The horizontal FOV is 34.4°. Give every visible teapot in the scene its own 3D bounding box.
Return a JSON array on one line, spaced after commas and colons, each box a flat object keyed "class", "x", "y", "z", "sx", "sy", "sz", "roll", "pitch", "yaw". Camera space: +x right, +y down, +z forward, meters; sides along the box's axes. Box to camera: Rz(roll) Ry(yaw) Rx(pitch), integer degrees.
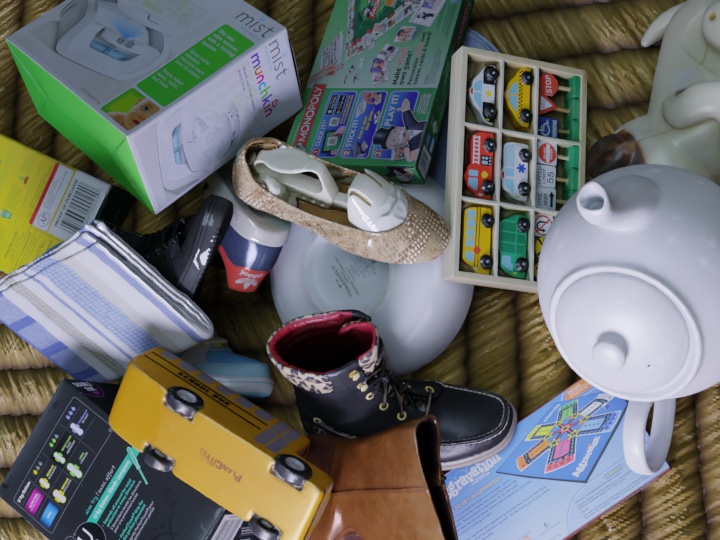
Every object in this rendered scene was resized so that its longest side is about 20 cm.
[{"class": "teapot", "x": 0.214, "y": 0.030, "z": 0.892, "sx": 0.199, "sy": 0.146, "sz": 0.198, "roll": 39, "pitch": 136, "yaw": 2}]

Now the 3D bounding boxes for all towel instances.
[{"class": "towel", "x": -0.233, "y": 0.035, "z": 1.015, "sx": 0.198, "sy": 0.147, "sz": 0.024, "roll": -23, "pitch": 33, "yaw": 41}]

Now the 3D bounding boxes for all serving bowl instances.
[{"class": "serving bowl", "x": 0.000, "y": 0.000, "z": 1.036, "sx": 0.197, "sy": 0.066, "sz": 0.204, "roll": 1, "pitch": 92, "yaw": 22}]

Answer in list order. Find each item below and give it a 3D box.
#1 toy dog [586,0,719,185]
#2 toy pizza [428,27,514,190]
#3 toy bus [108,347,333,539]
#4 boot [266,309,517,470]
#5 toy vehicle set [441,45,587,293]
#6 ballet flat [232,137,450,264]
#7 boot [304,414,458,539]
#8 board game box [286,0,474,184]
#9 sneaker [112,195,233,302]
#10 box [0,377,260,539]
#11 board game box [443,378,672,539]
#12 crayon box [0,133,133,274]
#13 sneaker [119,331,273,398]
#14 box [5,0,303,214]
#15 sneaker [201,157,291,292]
[{"class": "toy dog", "x": 0.271, "y": -0.127, "z": 0.952, "sx": 0.193, "sy": 0.139, "sz": 0.201, "roll": 37, "pitch": 93, "yaw": 35}, {"class": "toy pizza", "x": 0.054, "y": -0.135, "z": 1.085, "sx": 0.197, "sy": 0.032, "sz": 0.204, "roll": -4, "pitch": 78, "yaw": 18}, {"class": "toy bus", "x": -0.112, "y": 0.144, "z": 0.957, "sx": 0.198, "sy": 0.078, "sz": 0.066, "roll": 29, "pitch": 107, "yaw": 14}, {"class": "boot", "x": 0.024, "y": 0.100, "z": 0.979, "sx": 0.197, "sy": 0.151, "sz": 0.074, "roll": 2, "pitch": 55, "yaw": 21}, {"class": "toy vehicle set", "x": 0.135, "y": -0.085, "z": 1.011, "sx": 0.122, "sy": 0.026, "sz": 0.204, "roll": 6, "pitch": 80, "yaw": -17}, {"class": "ballet flat", "x": -0.020, "y": -0.061, "z": 0.970, "sx": 0.197, "sy": 0.066, "sz": 0.071, "roll": 17, "pitch": 63, "yaw": 11}, {"class": "boot", "x": 0.012, "y": 0.222, "z": 0.960, "sx": 0.198, "sy": 0.068, "sz": 0.192, "roll": -14, "pitch": 78, "yaw": 46}, {"class": "board game box", "x": 0.017, "y": -0.171, "z": 1.047, "sx": 0.133, "sy": 0.029, "sz": 0.203, "roll": 4, "pitch": 62, "yaw": 27}, {"class": "sneaker", "x": -0.185, "y": -0.006, "z": 1.009, "sx": 0.103, "sy": 0.060, "sz": 0.201, "roll": 27, "pitch": 133, "yaw": -2}, {"class": "box", "x": -0.191, "y": 0.204, "z": 1.040, "sx": 0.199, "sy": 0.148, "sz": 0.125, "roll": 32, "pitch": 92, "yaw": 22}, {"class": "board game box", "x": 0.154, "y": 0.180, "z": 0.993, "sx": 0.199, "sy": 0.019, "sz": 0.104, "roll": -36, "pitch": 72, "yaw": 10}, {"class": "crayon box", "x": -0.346, "y": -0.061, "z": 1.201, "sx": 0.198, "sy": 0.051, "sz": 0.129, "roll": 25, "pitch": 88, "yaw": 21}, {"class": "sneaker", "x": -0.165, "y": 0.048, "z": 1.101, "sx": 0.197, "sy": 0.079, "sz": 0.133, "roll": 9, "pitch": 84, "yaw": 20}, {"class": "box", "x": -0.180, "y": -0.174, "z": 1.033, "sx": 0.176, "sy": 0.097, "sz": 0.199, "roll": -38, "pitch": 54, "yaw": -20}, {"class": "sneaker", "x": -0.122, "y": -0.051, "z": 1.079, "sx": 0.086, "sy": 0.074, "sz": 0.201, "roll": -67, "pitch": 24, "yaw": 22}]
